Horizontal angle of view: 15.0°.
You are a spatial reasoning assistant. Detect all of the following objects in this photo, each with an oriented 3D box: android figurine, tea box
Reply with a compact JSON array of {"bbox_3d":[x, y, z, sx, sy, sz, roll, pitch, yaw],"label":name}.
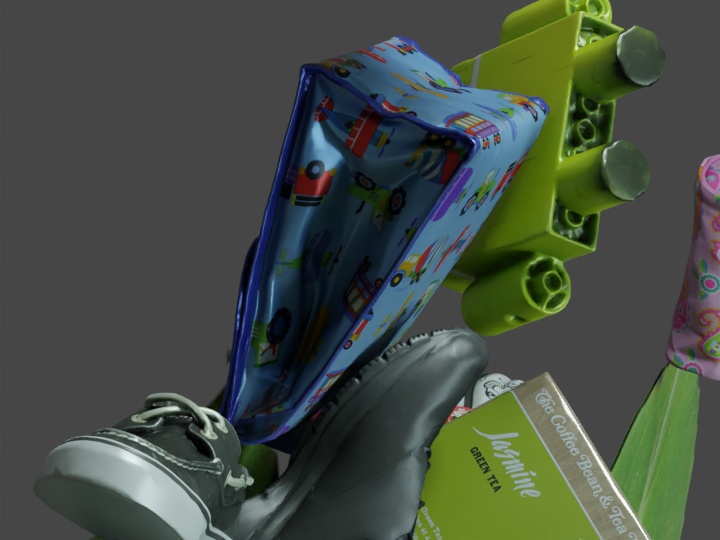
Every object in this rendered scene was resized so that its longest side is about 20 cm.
[{"bbox_3d":[0.082,-0.057,1.407,0.200,0.041,0.182,-24,-127,55],"label":"android figurine"},{"bbox_3d":[0.051,0.186,1.411,0.196,0.134,0.200,-26,152,-7],"label":"tea box"}]

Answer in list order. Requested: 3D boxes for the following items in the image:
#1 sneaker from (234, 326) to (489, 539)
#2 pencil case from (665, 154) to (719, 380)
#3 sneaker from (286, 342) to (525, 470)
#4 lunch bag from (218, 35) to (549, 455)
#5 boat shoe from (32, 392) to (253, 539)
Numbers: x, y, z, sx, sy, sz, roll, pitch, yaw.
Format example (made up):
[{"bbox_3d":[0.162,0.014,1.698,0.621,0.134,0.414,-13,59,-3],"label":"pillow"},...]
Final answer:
[{"bbox_3d":[0.000,0.114,1.307,0.200,0.091,0.076,-48,168,-4],"label":"sneaker"},{"bbox_3d":[0.312,0.000,2.316,0.087,0.087,0.200,-51,152,-51],"label":"pencil case"},{"bbox_3d":[0.038,0.096,1.478,0.201,0.108,0.067,-36,139,-64],"label":"sneaker"},{"bbox_3d":[0.000,0.000,1.323,0.200,0.094,0.151,-68,168,15],"label":"lunch bag"},{"bbox_3d":[-0.086,0.084,1.147,0.200,0.071,0.064,71,39,-76],"label":"boat shoe"}]
